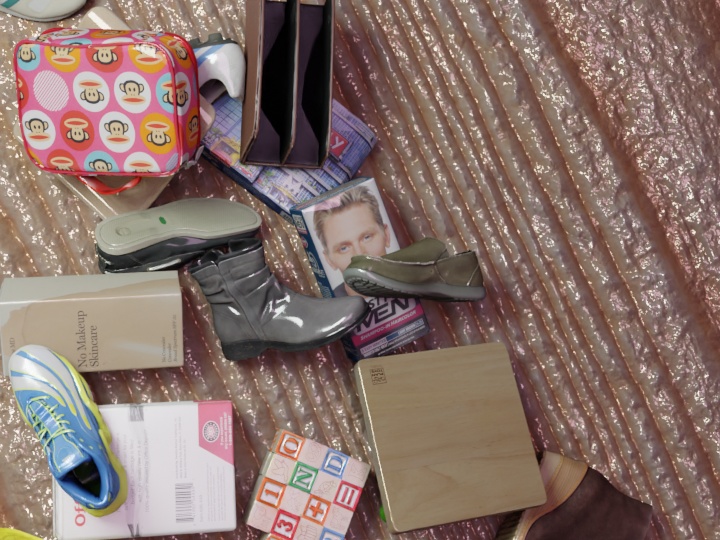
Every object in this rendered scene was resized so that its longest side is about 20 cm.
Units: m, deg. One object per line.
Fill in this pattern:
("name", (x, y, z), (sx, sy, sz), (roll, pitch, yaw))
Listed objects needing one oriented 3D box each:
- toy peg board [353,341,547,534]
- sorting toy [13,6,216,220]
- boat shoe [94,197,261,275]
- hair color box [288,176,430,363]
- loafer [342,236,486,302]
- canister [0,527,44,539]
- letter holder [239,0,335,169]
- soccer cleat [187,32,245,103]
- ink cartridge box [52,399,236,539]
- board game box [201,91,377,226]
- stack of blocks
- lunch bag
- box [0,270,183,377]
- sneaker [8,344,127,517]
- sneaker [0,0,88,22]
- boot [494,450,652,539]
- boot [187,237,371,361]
("toy peg board", (0.093, 0.206, 1.288), (0.198, 0.098, 0.201), (-5, 68, -22))
("sorting toy", (-0.284, -0.172, 1.241), (0.185, 0.037, 0.200), (43, 116, -4))
("boat shoe", (-0.214, -0.038, 1.273), (0.198, 0.068, 0.072), (-12, 47, -22))
("hair color box", (0.000, 0.000, 1.285), (0.099, 0.060, 0.202), (-25, 102, -15))
("loafer", (0.063, -0.003, 1.242), (0.198, 0.075, 0.071), (7, 82, -40))
("canister", (-0.365, 0.395, 1.137), (0.147, 0.087, 0.202), (23, 100, -8))
("letter holder", (-0.078, -0.231, 1.216), (0.099, 0.142, 0.203), (3, 81, -11))
("soccer cleat", (-0.224, -0.210, 1.247), (0.198, 0.070, 0.088), (-12, 86, 20))
("ink cartridge box", (-0.244, 0.224, 1.215), (0.197, 0.085, 0.148), (-1, 83, -13))
("board game box", (-0.081, -0.182, 1.313), (0.199, 0.062, 0.201), (36, 78, -6))
("stack of blocks", (-0.079, 0.300, 1.254), (0.114, 0.059, 0.202), (22, 79, -8))
("lunch bag", (-0.273, -0.170, 1.172), (0.197, 0.082, 0.178), (5, 113, 13))
("box", (-0.301, 0.059, 1.213), (0.197, 0.078, 0.096), (-4, 110, -12))
("sneaker", (-0.302, 0.163, 1.115), (0.075, 0.105, 0.201), (-33, 90, -13))
("sneaker", (-0.415, -0.346, 1.246), (0.197, 0.093, 0.071), (11, 81, -10))
("boot", (0.257, 0.338, 1.313), (0.165, 0.072, 0.201), (30, 74, -5))
("boot", (-0.096, 0.024, 1.224), (0.198, 0.070, 0.133), (-14, 108, 18))
